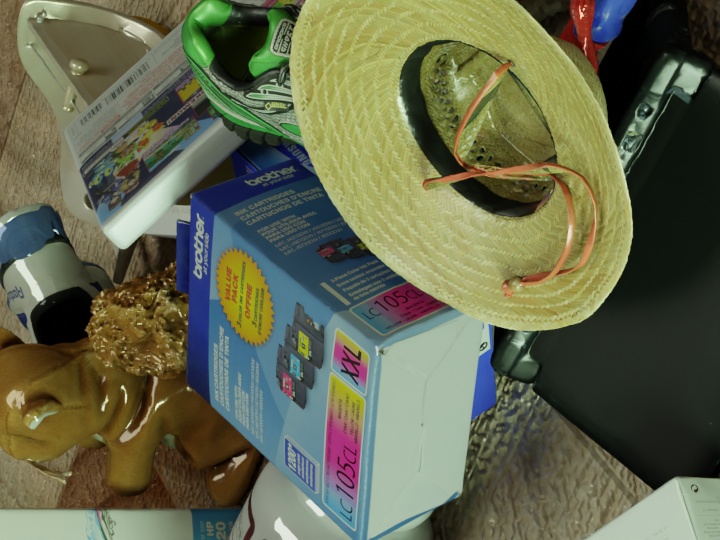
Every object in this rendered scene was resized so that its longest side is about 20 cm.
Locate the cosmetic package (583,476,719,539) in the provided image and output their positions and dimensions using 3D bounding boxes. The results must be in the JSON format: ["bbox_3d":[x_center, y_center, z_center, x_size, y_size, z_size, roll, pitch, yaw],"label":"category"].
[{"bbox_3d":[0.133,0.211,0.895,0.200,0.052,0.151,-45,47,46],"label":"cosmetic package"}]

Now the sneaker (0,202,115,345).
[{"bbox_3d":[-0.222,0.041,1.386,0.115,0.081,0.199,61,177,22],"label":"sneaker"}]

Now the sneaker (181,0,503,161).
[{"bbox_3d":[-0.014,-0.093,0.968,0.200,0.085,0.078,15,75,29],"label":"sneaker"}]

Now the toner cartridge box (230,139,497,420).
[{"bbox_3d":[0.000,0.000,1.064,0.200,0.043,0.095,44,155,34],"label":"toner cartridge box"}]

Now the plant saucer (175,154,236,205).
[{"bbox_3d":[-0.067,-0.129,1.184,0.200,0.048,0.200,-43,29,1],"label":"plant saucer"}]

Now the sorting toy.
[{"bbox_3d":[-0.196,-0.092,1.435,0.200,0.107,0.180,51,137,45],"label":"sorting toy"}]

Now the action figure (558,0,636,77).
[{"bbox_3d":[0.119,-0.133,0.898,0.065,0.052,0.200,-84,14,-55],"label":"action figure"}]

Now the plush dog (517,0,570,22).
[{"bbox_3d":[0.027,-0.186,1.000,0.161,0.172,0.200,-59,39,33],"label":"plush dog"}]

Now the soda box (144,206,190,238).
[{"bbox_3d":[-0.083,-0.053,1.262,0.200,0.064,0.068,4,88,60],"label":"soda box"}]

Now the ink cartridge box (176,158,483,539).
[{"bbox_3d":[-0.028,0.033,0.996,0.200,0.076,0.137,39,137,40],"label":"ink cartridge box"}]

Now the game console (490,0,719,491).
[{"bbox_3d":[0.157,-0.020,0.921,0.176,0.116,0.200,-79,13,-60],"label":"game console"}]

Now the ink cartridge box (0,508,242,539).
[{"bbox_3d":[-0.200,0.242,1.286,0.147,0.200,0.145,-19,70,56],"label":"ink cartridge box"}]

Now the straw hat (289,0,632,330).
[{"bbox_3d":[0.068,-0.074,0.870,0.201,0.085,0.201,28,135,31],"label":"straw hat"}]

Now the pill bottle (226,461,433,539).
[{"bbox_3d":[-0.026,0.178,1.098,0.200,0.113,0.113,-62,38,32],"label":"pill bottle"}]

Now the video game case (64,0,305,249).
[{"bbox_3d":[-0.093,-0.116,1.128,0.200,0.023,0.182,-41,28,3],"label":"video game case"}]

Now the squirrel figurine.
[{"bbox_3d":[-0.159,0.062,1.257,0.200,0.187,0.142,-61,39,34],"label":"squirrel figurine"}]
